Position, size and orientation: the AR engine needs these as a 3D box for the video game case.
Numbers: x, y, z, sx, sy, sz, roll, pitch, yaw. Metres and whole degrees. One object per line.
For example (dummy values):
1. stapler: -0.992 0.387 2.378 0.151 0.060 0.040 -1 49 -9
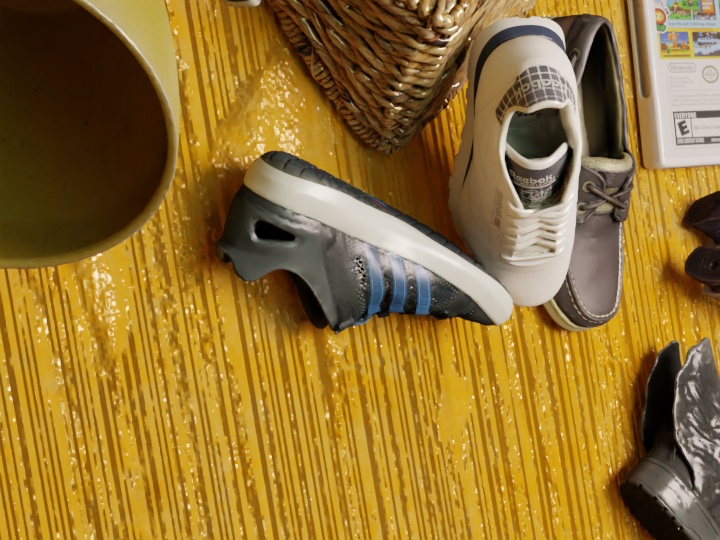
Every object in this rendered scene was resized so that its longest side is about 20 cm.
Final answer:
1. video game case: 0.263 -0.165 1.355 0.199 0.023 0.183 -5 89 -37

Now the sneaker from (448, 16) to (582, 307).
1. sneaker: 0.095 -0.046 1.135 0.076 0.081 0.201 -12 132 -5

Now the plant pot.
1. plant pot: -0.174 -0.120 0.932 0.200 0.200 0.143 37 40 -29

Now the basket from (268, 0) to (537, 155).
1. basket: 0.032 -0.196 1.157 0.142 0.149 0.200 36 60 8

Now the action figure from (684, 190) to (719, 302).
1. action figure: 0.299 0.028 1.339 0.200 0.069 0.131 35 61 -33

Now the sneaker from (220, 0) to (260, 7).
1. sneaker: -0.070 -0.237 1.041 0.085 0.077 0.201 26 59 -52

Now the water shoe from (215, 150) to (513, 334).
1. water shoe: 0.000 0.000 1.125 0.199 0.071 0.079 28 97 -34

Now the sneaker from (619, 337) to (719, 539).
1. sneaker: 0.240 0.150 1.286 0.104 0.060 0.200 -47 110 -25

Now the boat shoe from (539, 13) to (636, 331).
1. boat shoe: 0.138 -0.062 1.223 0.073 0.065 0.201 -12 94 -39
